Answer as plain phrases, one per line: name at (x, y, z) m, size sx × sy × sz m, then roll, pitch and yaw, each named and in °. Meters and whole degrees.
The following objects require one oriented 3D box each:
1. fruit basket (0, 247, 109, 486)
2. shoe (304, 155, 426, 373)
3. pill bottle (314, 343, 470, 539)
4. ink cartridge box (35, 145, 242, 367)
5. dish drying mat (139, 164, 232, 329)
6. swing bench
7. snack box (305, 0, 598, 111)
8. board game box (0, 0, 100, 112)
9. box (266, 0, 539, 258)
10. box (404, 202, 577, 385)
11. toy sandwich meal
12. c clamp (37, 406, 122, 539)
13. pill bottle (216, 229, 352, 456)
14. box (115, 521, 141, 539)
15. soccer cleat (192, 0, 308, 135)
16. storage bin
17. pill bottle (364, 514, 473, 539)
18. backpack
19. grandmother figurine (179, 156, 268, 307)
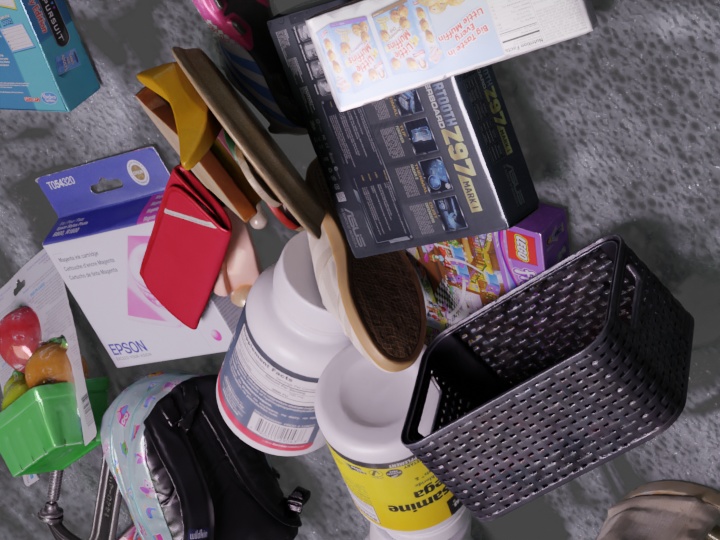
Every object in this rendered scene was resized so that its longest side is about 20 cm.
fruit basket at (-0.314, 0.095, 2.047) m, size 0.185 × 0.093 × 0.201 m, roll -35°, pitch 60°, yaw 50°
shoe at (0.000, 0.000, 1.645) m, size 0.053 × 0.069 × 0.201 m, roll -59°, pitch 42°, yaw 50°
pill bottle at (0.036, 0.148, 1.701) m, size 0.112 × 0.113 × 0.200 m, roll 24°, pitch 156°, yaw 26°
ink cartridge box at (-0.209, -0.007, 1.908) m, size 0.196 × 0.043 × 0.201 m, roll -11°, pitch 117°, yaw 48°
dish drying mat at (-0.152, -0.016, 1.771) m, size 0.077 × 0.018 × 0.200 m, roll 45°, pitch 151°, yaw 9°
swing bench at (0.247, 0.289, 1.612) m, size 0.200 × 0.199 × 0.130 m, roll 43°, pitch 142°, yaw 3°
snack box at (0.062, -0.174, 1.443) m, size 0.199 × 0.024 × 0.072 m, roll -16°, pitch 104°, yaw 23°
board game box at (-0.327, -0.238, 1.807) m, size 0.150 × 0.047 × 0.201 m, roll 6°, pitch 127°, yaw 40°
box at (0.031, -0.118, 1.540) m, size 0.157 × 0.051 × 0.201 m, roll -11°, pitch 106°, yaw 43°
box at (0.105, 0.026, 1.640) m, size 0.136 × 0.039 × 0.201 m, roll 18°, pitch 134°, yaw 33°
toy sandwich meal at (-0.106, -0.091, 1.596) m, size 0.206 × 0.070 × 0.205 m, roll 53°, pitch -178°, yaw -3°
c clamp at (-0.294, 0.198, 2.116) m, size 0.170 × 0.027 × 0.202 m, roll 15°, pitch 103°, yaw 41°
pill bottle at (-0.046, 0.057, 1.747) m, size 0.119 × 0.120 × 0.200 m, roll 37°, pitch 141°, yaw 11°
box at (-0.224, 0.317, 2.166) m, size 0.103 × 0.095 × 0.200 m, roll 46°, pitch 142°, yaw 0°
soccer cleat at (-0.096, -0.190, 1.615) m, size 0.086 × 0.070 × 0.201 m, roll -11°, pitch 113°, yaw 59°
storage bin at (0.139, 0.081, 1.528) m, size 0.199 × 0.136 × 0.094 m, roll -31°, pitch 114°, yaw 31°
pill bottle at (0.052, 0.285, 1.860) m, size 0.114 × 0.114 × 0.201 m, roll 25°, pitch 138°, yaw 25°
backpack at (-0.161, 0.194, 1.954) m, size 0.126 × 0.167 × 0.201 m, roll -2°, pitch 116°, yaw 50°
grandmother figurine at (-0.122, -0.065, 1.757) m, size 0.121 × 0.061 × 0.201 m, roll 18°, pitch 135°, yaw 39°
